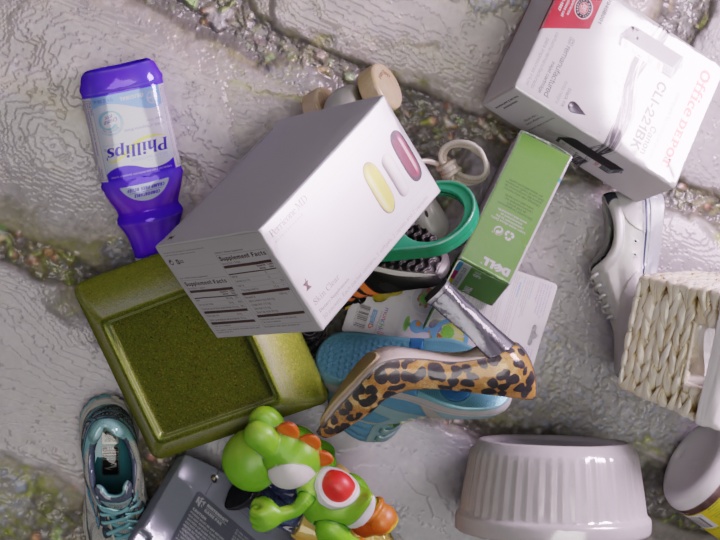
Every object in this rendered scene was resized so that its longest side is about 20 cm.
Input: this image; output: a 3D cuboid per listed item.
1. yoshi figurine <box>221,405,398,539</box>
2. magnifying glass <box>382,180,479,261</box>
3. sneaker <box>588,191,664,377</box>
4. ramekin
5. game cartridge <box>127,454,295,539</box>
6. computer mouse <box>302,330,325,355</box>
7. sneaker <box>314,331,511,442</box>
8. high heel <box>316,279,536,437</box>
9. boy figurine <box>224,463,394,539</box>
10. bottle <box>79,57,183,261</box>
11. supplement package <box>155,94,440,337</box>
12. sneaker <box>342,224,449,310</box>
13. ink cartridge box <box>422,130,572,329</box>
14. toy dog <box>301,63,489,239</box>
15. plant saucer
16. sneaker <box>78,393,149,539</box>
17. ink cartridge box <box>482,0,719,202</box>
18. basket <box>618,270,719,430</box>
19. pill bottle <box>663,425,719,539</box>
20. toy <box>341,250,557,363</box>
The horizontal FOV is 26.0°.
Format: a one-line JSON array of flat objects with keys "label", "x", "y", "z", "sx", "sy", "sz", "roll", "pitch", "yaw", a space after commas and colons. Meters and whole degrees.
[{"label": "yoshi figurine", "x": -0.061, "y": 0.212, "z": 1.529, "sx": 0.112, "sy": 0.112, "sz": 0.200, "roll": -40, "pitch": 115, "yaw": 1}, {"label": "magnifying glass", "x": 0.018, "y": -0.026, "z": 1.477, "sx": 0.198, "sy": 0.080, "sz": 0.022, "roll": -26, "pitch": 138, "yaw": 2}, {"label": "sneaker", "x": 0.272, "y": 0.014, "z": 1.635, "sx": 0.070, "sy": 0.073, "sz": 0.203, "roll": 4, "pitch": 90, "yaw": -1}, {"label": "ramekin", "x": 0.197, "y": 0.220, "z": 1.592, "sx": 0.200, "sy": 0.202, "sz": 0.095, "roll": 2, "pitch": 88, "yaw": -10}, {"label": "game cartridge", "x": -0.135, "y": 0.287, "z": 1.583, "sx": 0.200, "sy": 0.040, "sz": 0.134, "roll": 45, "pitch": 53, "yaw": -17}, {"label": "computer mouse", "x": -0.131, "y": 0.069, "z": 1.569, "sx": 0.200, "sy": 0.046, "sz": 0.140, "roll": -41, "pitch": 114, "yaw": 18}, {"label": "sneaker", "x": 0.055, "y": 0.128, "z": 1.576, "sx": 0.198, "sy": 0.131, "sz": 0.080, "roll": 12, "pitch": 56, "yaw": 11}, {"label": "high heel", "x": 0.064, "y": 0.124, "z": 1.478, "sx": 0.142, "sy": 0.071, "sz": 0.200, "roll": 43, "pitch": 104, "yaw": -9}, {"label": "boy figurine", "x": -0.038, "y": 0.251, "z": 1.609, "sx": 0.199, "sy": 0.064, "sz": 0.125, "roll": 32, "pitch": 53, "yaw": -24}, {"label": "bottle", "x": -0.216, "y": -0.102, "z": 1.524, "sx": 0.083, "sy": 0.065, "sz": 0.202, "roll": -12, "pitch": 102, "yaw": -9}, {"label": "supplement package", "x": -0.055, "y": -0.048, "z": 1.413, "sx": 0.200, "sy": 0.155, "sz": 0.111, "roll": -50, "pitch": 117, "yaw": -34}, {"label": "sneaker", "x": 0.000, "y": 0.000, "z": 1.545, "sx": 0.198, "sy": 0.070, "sz": 0.091, "roll": 8, "pitch": 134, "yaw": 23}, {"label": "ink cartridge box", "x": 0.134, "y": -0.028, "z": 1.547, "sx": 0.059, "sy": 0.104, "sz": 0.201, "roll": 27, "pitch": 76, "yaw": 1}, {"label": "toy dog", "x": 0.019, "y": -0.105, "z": 1.531, "sx": 0.200, "sy": 0.096, "sz": 0.132, "roll": 41, "pitch": 126, "yaw": -2}, {"label": "plant saucer", "x": -0.159, "y": 0.079, "z": 1.510, "sx": 0.198, "sy": 0.048, "sz": 0.202, "roll": -20, "pitch": 105, "yaw": 14}, {"label": "sneaker", "x": -0.248, "y": 0.231, "z": 1.566, "sx": 0.077, "sy": 0.086, "sz": 0.202, "roll": -11, "pitch": 101, "yaw": -7}, {"label": "ink cartridge box", "x": 0.245, "y": -0.183, "z": 1.564, "sx": 0.199, "sy": 0.084, "sz": 0.145, "roll": 30, "pitch": 75, "yaw": -14}, {"label": "basket", "x": 0.364, "y": 0.075, "z": 1.585, "sx": 0.199, "sy": 0.123, "sz": 0.137, "roll": 0, "pitch": 103, "yaw": -51}, {"label": "pill bottle", "x": 0.431, "y": 0.254, "z": 1.677, "sx": 0.199, "sy": 0.109, "sz": 0.110, "roll": 34, "pitch": 93, "yaw": -14}, {"label": "toy", "x": 0.090, "y": 0.039, "z": 1.608, "sx": 0.198, "sy": 0.047, "sz": 0.116, "roll": 19, "pitch": 84, "yaw": -5}]
